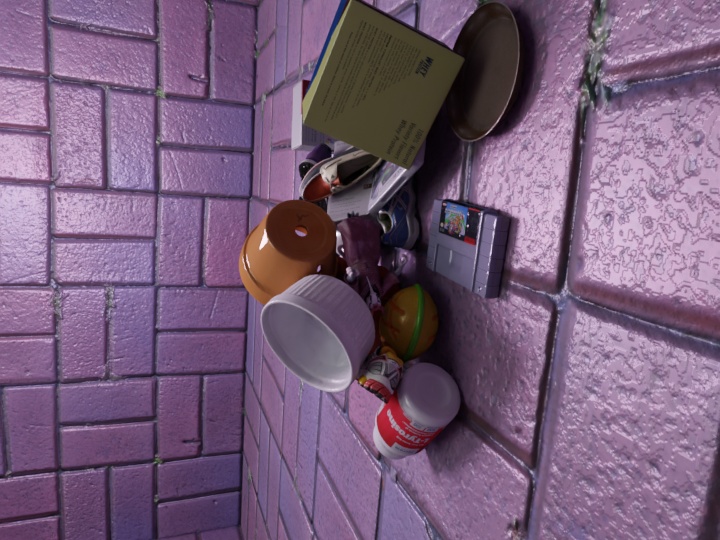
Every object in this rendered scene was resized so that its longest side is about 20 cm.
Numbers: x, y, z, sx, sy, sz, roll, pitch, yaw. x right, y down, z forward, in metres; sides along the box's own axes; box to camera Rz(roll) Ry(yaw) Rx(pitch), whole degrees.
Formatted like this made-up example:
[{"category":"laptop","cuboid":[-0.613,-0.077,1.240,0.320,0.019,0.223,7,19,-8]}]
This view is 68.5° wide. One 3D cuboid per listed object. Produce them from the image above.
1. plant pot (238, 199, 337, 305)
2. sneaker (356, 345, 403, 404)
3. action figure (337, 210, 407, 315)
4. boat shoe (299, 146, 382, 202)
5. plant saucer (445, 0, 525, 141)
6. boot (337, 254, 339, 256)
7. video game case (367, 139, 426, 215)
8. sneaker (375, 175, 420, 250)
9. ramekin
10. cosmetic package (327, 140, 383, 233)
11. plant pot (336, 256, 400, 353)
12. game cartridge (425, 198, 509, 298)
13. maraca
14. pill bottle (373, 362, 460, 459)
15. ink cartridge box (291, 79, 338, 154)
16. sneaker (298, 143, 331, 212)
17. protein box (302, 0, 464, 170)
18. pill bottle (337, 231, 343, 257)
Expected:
[{"category":"plant pot","cuboid":[-0.128,-0.039,1.021,0.140,0.197,0.203,122,143,-56]},{"category":"sneaker","cuboid":[0.038,0.179,0.945,0.083,0.077,0.200,-56,5,-8]},{"category":"action figure","cuboid":[0.000,0.000,0.978,0.149,0.132,0.203,-43,50,50]},{"category":"boat shoe","cuboid":[-0.040,-0.197,1.082,0.071,0.198,0.063,52,-168,-34]},{"category":"plant saucer","cuboid":[0.193,-0.303,0.819,0.200,0.032,0.204,-179,90,-70]},{"category":"boot","cuboid":[-0.082,-0.097,1.399,0.212,0.078,0.160,81,180,-68]},{"category":"video game case","cuboid":[0.075,-0.234,1.026,0.182,0.023,0.203,-42,31,53]},{"category":"sneaker","cuboid":[0.071,-0.140,1.075,0.076,0.076,0.203,129,138,-61]},{"category":"ramekin","cuboid":[-0.066,0.103,0.926,0.198,0.105,0.202,24,137,24]},{"category":"cosmetic package","cuboid":[-0.002,-0.188,1.152,0.111,0.081,0.203,-9,67,27]},{"category":"plant pot","cuboid":[-0.009,0.089,1.145,0.178,0.197,0.201,-64,31,26]},{"category":"game cartridge","cuboid":[0.169,-0.045,0.877,0.200,0.038,0.132,-144,53,-65]},{"category":"maraca","cuboid":[0.083,0.114,0.992,0.138,0.105,0.202,-82,9,-45]},{"category":"pill bottle","cuboid":[0.092,0.263,0.959,0.201,0.110,0.113,115,148,-46]},{"category":"ink cartridge box","cuboid":[-0.057,-0.354,1.246,0.083,0.197,0.149,-172,82,-66]},{"category":"sneaker","cuboid":[-0.089,-0.201,1.204,0.201,0.075,0.088,103,-166,-60]},{"category":"protein box","cuboid":[0.029,-0.314,0.883,0.136,0.197,0.200,-100,34,-58]},{"category":"pill bottle","cuboid":[-0.017,-0.101,1.245,0.120,0.118,0.203,120,144,-52]}]
